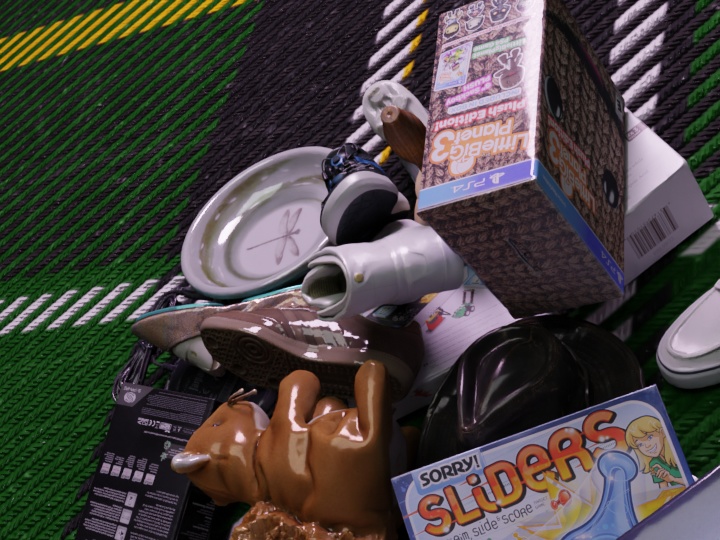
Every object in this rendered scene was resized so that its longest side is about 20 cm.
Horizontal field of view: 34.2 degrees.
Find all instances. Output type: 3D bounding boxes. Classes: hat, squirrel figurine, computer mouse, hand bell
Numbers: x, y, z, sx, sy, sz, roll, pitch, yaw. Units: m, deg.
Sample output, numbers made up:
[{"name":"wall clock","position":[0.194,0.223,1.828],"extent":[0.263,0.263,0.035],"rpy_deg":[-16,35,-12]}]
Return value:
[{"name":"hat","position":[0.117,0.101,0.892],"extent":[0.199,0.081,0.202],"rpy_deg":[-16,49,19]},{"name":"squirrel figurine","position":[-0.059,0.180,0.935],"extent":[0.185,0.142,0.202],"rpy_deg":[-1,65,16]},{"name":"computer mouse","position":[-0.142,0.085,1.148],"extent":[0.199,0.046,0.141],"rpy_deg":[4,61,33]},{"name":"hand bell","position":[0.059,-0.086,0.976],"extent":[0.103,0.200,0.105],"rpy_deg":[-8,69,22]}]

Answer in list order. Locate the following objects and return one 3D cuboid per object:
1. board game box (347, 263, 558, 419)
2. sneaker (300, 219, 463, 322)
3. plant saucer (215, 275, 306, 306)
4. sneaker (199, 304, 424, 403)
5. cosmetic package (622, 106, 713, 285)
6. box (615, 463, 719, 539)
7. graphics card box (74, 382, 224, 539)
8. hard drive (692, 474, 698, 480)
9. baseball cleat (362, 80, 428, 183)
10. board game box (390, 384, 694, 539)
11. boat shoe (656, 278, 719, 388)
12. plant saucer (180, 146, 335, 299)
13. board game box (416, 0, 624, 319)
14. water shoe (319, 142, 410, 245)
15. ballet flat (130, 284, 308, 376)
[{"name":"board game box","position":[0.073,0.048,1.044],"extent":[0.199,0.035,0.127],"rpy_deg":[-27,44,13]},{"name":"sneaker","position":[0.000,0.000,0.971],"extent":[0.115,0.074,0.200],"rpy_deg":[-11,-2,-15]},{"name":"plant saucer","position":[-0.072,-0.005,1.195],"extent":[0.199,0.032,0.201],"rpy_deg":[-19,45,20]},{"name":"sneaker","position":[-0.040,0.063,1.023],"extent":[0.198,0.071,0.076],"rpy_deg":[13,45,17]},{"name":"cosmetic package","position":[0.203,-0.089,1.034],"extent":[0.113,0.081,0.200],"rpy_deg":[-39,43,4]},{"name":"box","position":[0.241,0.224,0.676],"extent":[0.198,0.123,0.201],"rpy_deg":[-37,60,2]},{"name":"graphics card box","position":[-0.188,0.208,1.048],"extent":[0.125,0.051,0.202],"rpy_deg":[3,73,38]},{"name":"hard drive","position":[0.147,0.204,0.866],"extent":[0.200,0.027,0.132],"rpy_deg":[-47,43,-8]},{"name":"baseball cleat","position":[0.081,-0.105,1.146],"extent":[0.070,0.106,0.201],"rpy_deg":[-37,71,15]},{"name":"board game box","position":[0.136,0.177,0.812],"extent":[0.199,0.034,0.136],"rpy_deg":[-21,73,6]},{"name":"boat shoe","position":[0.307,0.012,0.887],"extent":[0.199,0.066,0.072],"rpy_deg":[-32,43,7]},{"name":"plant saucer","position":[-0.083,-0.037,1.163],"extent":[0.199,0.050,0.201],"rpy_deg":[-20,39,17]},{"name":"board game box","position":[0.132,-0.093,0.915],"extent":[0.096,0.159,0.201],"rpy_deg":[-14,52,31]},{"name":"water shoe","position":[-0.011,-0.069,1.011],"extent":[0.071,0.200,0.079],"rpy_deg":[-38,82,5]},{"name":"ballet flat","position":[-0.116,0.060,1.077],"extent":[0.198,0.068,0.068],"rpy_deg":[-11,71,9]}]
